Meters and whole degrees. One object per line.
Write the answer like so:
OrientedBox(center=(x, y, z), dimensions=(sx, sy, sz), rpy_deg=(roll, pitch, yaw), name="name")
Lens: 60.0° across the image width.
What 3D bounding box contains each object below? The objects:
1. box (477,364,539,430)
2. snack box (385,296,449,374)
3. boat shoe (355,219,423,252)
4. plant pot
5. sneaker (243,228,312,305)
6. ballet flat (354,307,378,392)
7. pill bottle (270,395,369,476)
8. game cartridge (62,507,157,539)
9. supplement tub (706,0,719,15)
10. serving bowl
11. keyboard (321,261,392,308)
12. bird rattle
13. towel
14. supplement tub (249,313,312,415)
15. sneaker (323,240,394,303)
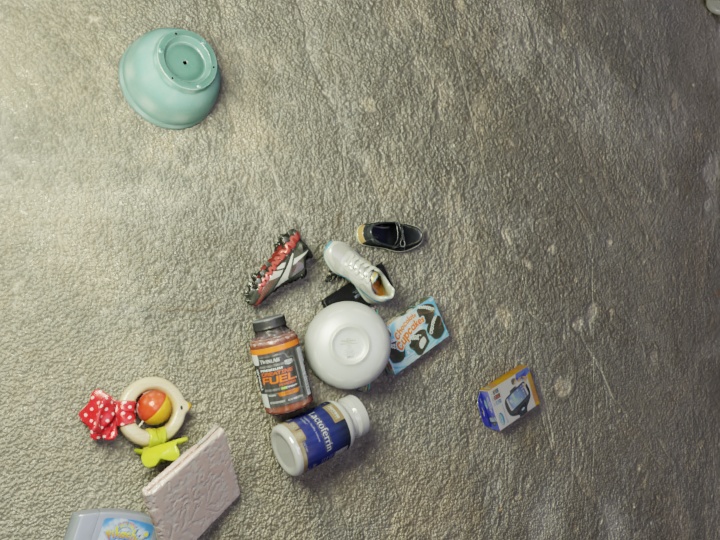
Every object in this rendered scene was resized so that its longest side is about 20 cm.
OrientedBox(center=(0.409, 0.356, 1.734), dimensions=(0.200, 0.041, 0.119), rpy_deg=(-23, 98, -35), name="box")
OrientedBox(center=(0.126, 0.161, 1.569), dimensions=(0.200, 0.037, 0.116), rpy_deg=(-30, 101, -32), name="snack box")
OrientedBox(center=(0.083, -0.087, 1.554), dimensions=(0.200, 0.062, 0.075), rpy_deg=(2, 82, -35), name="boat shoe")
OrientedBox(center=(-0.365, -0.397, 1.248), dimensions=(0.200, 0.134, 0.201), rpy_deg=(4, 83, -33), name="plant pot")
OrientedBox(center=(-0.173, 0.007, 1.367), dimensions=(0.098, 0.071, 0.201), rpy_deg=(43, 62, -20), name="sneaker")
OrientedBox(center=(-0.002, 0.183, 1.469), dimensions=(0.072, 0.072, 0.201), rpy_deg=(15, 75, -31), name="ballet flat")
OrientedBox(center=(-0.084, 0.354, 1.362), dimensions=(0.200, 0.116, 0.116), rpy_deg=(-20, 96, -34), name="pill bottle")
OrientedBox(center=(-0.446, 0.513, 1.153), dimensions=(0.200, 0.040, 0.134), rpy_deg=(23, 69, -30), name="game cartridge")
OrientedBox(center=(1.525, -1.180, 2.582), dimensions=(0.145, 0.145, 0.200), rpy_deg=(31, 69, -27), name="supplement tub")
OrientedBox(center=(-0.026, 0.168, 1.402), dimensions=(0.200, 0.066, 0.200), rpy_deg=(1, 84, -6), name="serving bowl")
OrientedBox(center=(-0.015, 0.035, 1.501), dimensions=(0.200, 0.021, 0.127), rpy_deg=(-32, 103, -33), name="keyboard")
OrientedBox(center=(-0.415, 0.278, 1.185), dimensions=(0.200, 0.113, 0.163), rpy_deg=(40, 53, -10), name="bird rattle")
OrientedBox(center=(-0.316, 0.420, 1.180), dimensions=(0.191, 0.032, 0.200), rpy_deg=(-40, 137, -44), name="towel")
OrientedBox(center=(-0.173, 0.197, 1.326), dimensions=(0.107, 0.107, 0.200), rpy_deg=(-16, 93, -34), name="supplement tub")
OrientedBox(center=(0.000, 0.000, 1.454), dimensions=(0.200, 0.081, 0.077), rpy_deg=(42, 66, -22), name="sneaker")
